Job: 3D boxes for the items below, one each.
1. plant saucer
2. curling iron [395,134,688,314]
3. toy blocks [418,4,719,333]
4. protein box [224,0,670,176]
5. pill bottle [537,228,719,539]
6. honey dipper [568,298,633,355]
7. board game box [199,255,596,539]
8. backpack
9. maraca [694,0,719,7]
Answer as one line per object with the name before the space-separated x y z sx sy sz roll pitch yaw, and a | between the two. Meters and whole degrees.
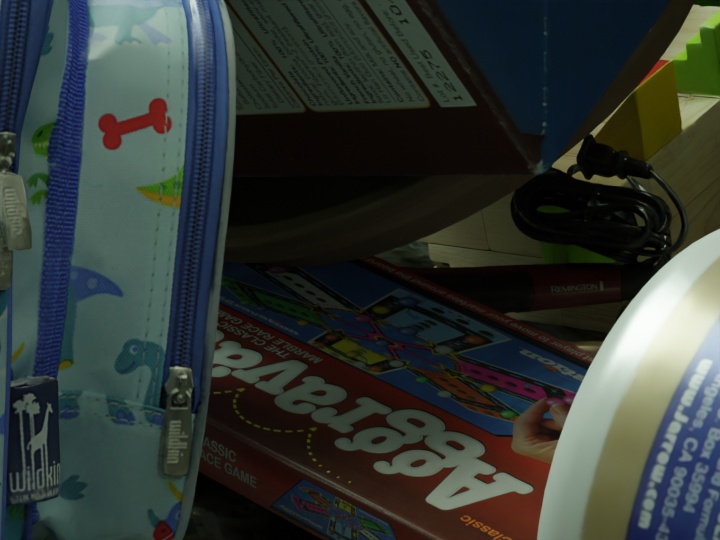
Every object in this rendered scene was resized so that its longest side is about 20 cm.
plant saucer | 0.018 -0.070 0.747 0.200 0.029 0.200 -27 31 18
curling iron | 0.000 0.000 0.800 0.200 0.050 0.026 -11 -27 8
toy blocks | 0.070 -0.043 0.923 0.137 0.100 0.200 8 32 37
protein box | -0.006 -0.138 0.701 0.200 0.135 0.199 2 47 47
pill bottle | 0.141 0.066 0.477 0.200 0.116 0.116 17 18 37
honey dipper | 0.028 0.028 0.757 0.200 0.038 0.038 -2 15 -17
board game box | -0.005 0.030 0.694 0.200 0.019 0.103 24 34 38
backpack | -0.113 -0.028 0.584 0.147 0.200 0.183 -1 14 -24
maraca | 0.185 -0.081 1.014 0.137 0.107 0.200 -23 -42 30
